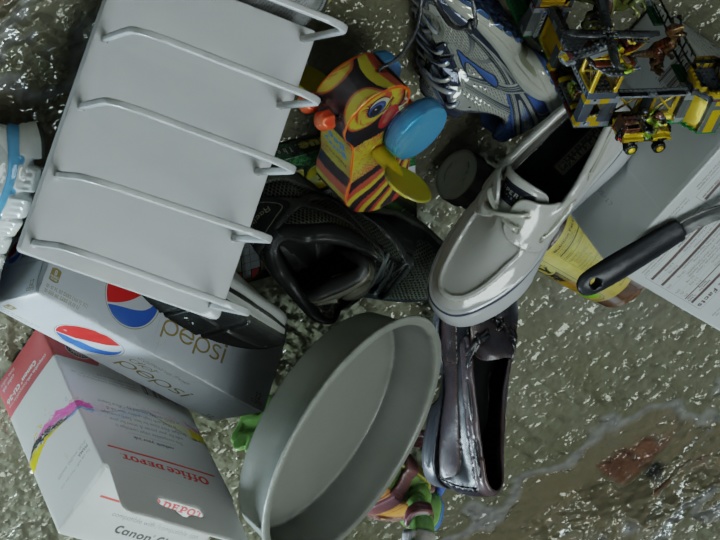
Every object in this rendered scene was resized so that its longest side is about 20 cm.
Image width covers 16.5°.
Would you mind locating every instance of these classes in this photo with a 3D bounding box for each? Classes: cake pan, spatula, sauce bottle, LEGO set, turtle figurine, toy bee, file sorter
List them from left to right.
[{"bbox_3d":[-0.109,-0.082,1.550,0.139,0.125,0.200,20,87,-17],"label":"file sorter"},{"bbox_3d":[-0.019,0.191,1.902,0.200,0.144,0.194,-41,130,4],"label":"turtle figurine"},{"bbox_3d":[-0.017,0.112,1.734,0.200,0.037,0.200,-44,152,-31],"label":"cake pan"},{"bbox_3d":[-0.004,-0.110,1.659,0.109,0.131,0.200,-26,131,-32],"label":"toy bee"},{"bbox_3d":[0.135,-0.034,1.850,0.200,0.065,0.065,29,110,-38],"label":"sauce bottle"},{"bbox_3d":[0.183,-0.188,1.656,0.154,0.200,0.116,2,140,-17],"label":"LEGO set"},{"bbox_3d":[0.238,-0.033,1.719,0.200,0.021,0.057,-27,120,0],"label":"spatula"}]

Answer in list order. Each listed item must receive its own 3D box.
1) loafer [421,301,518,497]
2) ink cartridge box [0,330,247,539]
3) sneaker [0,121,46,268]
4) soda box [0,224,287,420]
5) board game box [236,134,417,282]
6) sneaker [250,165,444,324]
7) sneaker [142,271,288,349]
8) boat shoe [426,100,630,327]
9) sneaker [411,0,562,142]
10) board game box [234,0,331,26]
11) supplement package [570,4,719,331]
[{"bbox_3d":[0.095,0.073,1.872,0.072,0.063,0.200,-5,106,-45],"label":"loafer"},{"bbox_3d":[-0.167,0.134,1.738,0.116,0.200,0.068,20,115,-37],"label":"ink cartridge box"},{"bbox_3d":[-0.277,-0.021,1.656,0.087,0.075,0.200,12,118,-18],"label":"sneaker"},{"bbox_3d":[-0.152,0.034,1.720,0.200,0.068,0.064,30,65,-31],"label":"soda box"},{"bbox_3d":[-0.055,-0.044,1.773,0.200,0.023,0.105,-16,130,-15],"label":"board game box"},{"bbox_3d":[0.000,0.000,1.745,0.199,0.114,0.076,25,114,-41],"label":"sneaker"},{"bbox_3d":[-0.115,-0.035,1.668,0.200,0.076,0.115,34,64,-25],"label":"sneaker"},{"bbox_3d":[0.116,-0.048,1.734,0.200,0.072,0.066,-44,156,0],"label":"boat shoe"},{"bbox_3d":[0.071,-0.148,1.717,0.085,0.077,0.200,-39,133,13],"label":"sneaker"},{"bbox_3d":[-0.024,-0.256,1.605,0.200,0.035,0.135,-43,133,11],"label":"board game box"},{"bbox_3d":[0.261,-0.063,1.827,0.200,0.152,0.151,27,111,-39],"label":"supplement package"}]
